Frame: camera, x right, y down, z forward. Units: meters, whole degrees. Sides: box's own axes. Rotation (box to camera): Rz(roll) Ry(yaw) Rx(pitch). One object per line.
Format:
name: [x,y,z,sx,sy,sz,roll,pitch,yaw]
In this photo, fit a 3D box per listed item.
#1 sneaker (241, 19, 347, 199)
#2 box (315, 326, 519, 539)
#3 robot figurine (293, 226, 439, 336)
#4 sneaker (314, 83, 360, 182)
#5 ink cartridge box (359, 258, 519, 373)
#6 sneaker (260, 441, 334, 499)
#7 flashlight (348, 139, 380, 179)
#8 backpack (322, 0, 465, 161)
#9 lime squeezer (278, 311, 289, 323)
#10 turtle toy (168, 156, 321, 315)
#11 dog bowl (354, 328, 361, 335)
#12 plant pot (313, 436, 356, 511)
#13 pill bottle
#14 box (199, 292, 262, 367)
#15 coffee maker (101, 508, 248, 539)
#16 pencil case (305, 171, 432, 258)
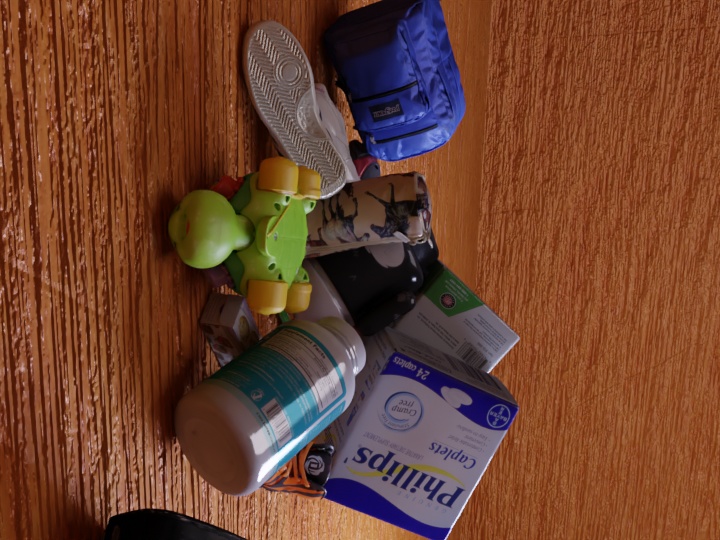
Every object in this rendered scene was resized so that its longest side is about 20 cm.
sneaker: [-0.081,-0.176,0.986,0.202,0.074,0.085,70,-10,-24]
box: [0.062,0.199,1.099,0.202,0.182,0.105,-63,-164,10]
robot figurine: [0.000,0.000,1.119,0.126,0.199,0.150,58,-7,-10]
sneaker: [-0.033,-0.150,1.146,0.201,0.074,0.101,67,29,-53]
ink cartridge box: [0.085,0.106,1.178,0.200,0.146,0.083,-47,-164,4]
sneaker: [-0.088,0.196,0.991,0.201,0.110,0.079,70,30,-60]
flashlight: [0.032,-0.087,1.236,0.068,0.068,0.201,4,47,-57]
backpack: [0.045,-0.249,1.213,0.202,0.160,0.168,68,29,-25]
lime squeezer: [-0.079,0.101,1.176,0.200,0.037,0.071,52,14,-69]
turtle toy: [-0.108,-0.035,0.852,0.200,0.099,0.148,5,91,-75]
dog bowl: [0.034,0.093,1.305,0.074,0.198,0.200,-60,159,-13]
plant pot: [0.018,0.255,1.322,0.183,0.197,0.203,103,-3,-74]
pill bottle: [-0.079,0.122,0.888,0.199,0.110,0.112,-35,132,-44]
box: [-0.123,0.098,0.965,0.201,0.038,0.042,77,25,-51]
coffee maker: [-0.141,0.290,0.660,0.135,0.190,0.202,50,43,-48]
pencil case: [-0.015,-0.056,1.034,0.078,0.197,0.090,71,11,-52]
